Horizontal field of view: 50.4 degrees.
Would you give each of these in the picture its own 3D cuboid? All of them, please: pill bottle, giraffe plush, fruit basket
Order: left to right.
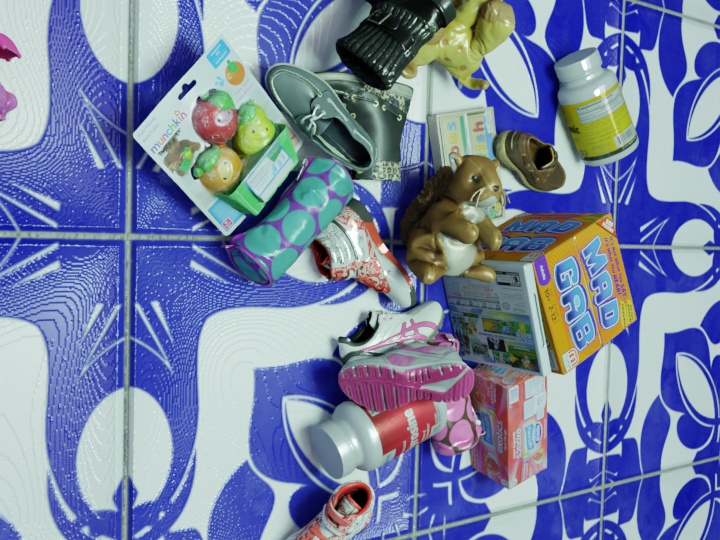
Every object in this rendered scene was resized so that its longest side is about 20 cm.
[{"bbox_3d":[-0.176,-0.174,1.016,0.185,0.094,0.200,-54,138,-19],"label":"fruit basket"},{"bbox_3d":[0.028,0.239,1.187,0.200,0.112,0.113,-22,105,-31],"label":"pill bottle"},{"bbox_3d":[0.121,-0.377,1.205,0.162,0.173,0.200,-4,130,-24],"label":"giraffe plush"},{"bbox_3d":[0.435,-0.306,1.426,0.111,0.111,0.200,-38,113,-26],"label":"pill bottle"}]

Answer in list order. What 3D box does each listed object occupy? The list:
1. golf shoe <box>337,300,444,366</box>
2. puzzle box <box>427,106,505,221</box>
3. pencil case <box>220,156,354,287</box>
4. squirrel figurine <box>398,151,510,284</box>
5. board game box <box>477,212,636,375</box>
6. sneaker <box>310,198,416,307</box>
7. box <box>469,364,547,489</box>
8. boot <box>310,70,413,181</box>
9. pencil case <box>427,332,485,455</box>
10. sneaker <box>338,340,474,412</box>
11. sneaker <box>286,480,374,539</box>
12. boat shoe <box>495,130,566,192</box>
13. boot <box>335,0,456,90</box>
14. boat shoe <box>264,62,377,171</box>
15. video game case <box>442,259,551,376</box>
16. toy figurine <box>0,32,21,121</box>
[{"bbox_3d":[0.053,0.095,1.217,0.200,0.073,0.092,-34,109,-28],"label":"golf shoe"},{"bbox_3d":[0.184,-0.175,1.317,0.133,0.025,0.201,-16,102,-32],"label":"puzzle box"},{"bbox_3d":[-0.100,-0.073,1.092,0.092,0.085,0.200,48,67,-22],"label":"pencil case"},{"bbox_3d":[0.140,-0.098,1.179,0.141,0.200,0.187,2,116,-26],"label":"squirrel figurine"},{"bbox_3d":[0.311,0.030,1.311,0.200,0.200,0.200,-29,109,-29],"label":"board game box"},{"bbox_3d":[-0.001,0.000,1.179,0.108,0.067,0.202,-41,111,-24],"label":"sneaker"},{"bbox_3d":[0.260,0.261,1.338,0.102,0.095,0.201,-18,113,-32],"label":"box"},{"bbox_3d":[-0.012,-0.214,1.154,0.203,0.073,0.154,1,97,-31],"label":"boot"},{"bbox_3d":[0.143,0.202,1.279,0.093,0.091,0.200,-15,107,3],"label":"pencil case"},{"bbox_3d":[0.065,0.154,1.152,0.199,0.088,0.082,0,115,-5],"label":"sneaker"},{"bbox_3d":[-0.060,0.388,1.127,0.201,0.067,0.108,-30,150,-32],"label":"sneaker"},{"bbox_3d":[0.320,-0.192,1.372,0.200,0.067,0.072,24,75,-44],"label":"boat shoe"},{"bbox_3d":[0.018,-0.363,1.110,0.158,0.211,0.079,-46,142,-3],"label":"boot"},{"bbox_3d":[-0.052,-0.214,1.077,0.073,0.062,0.200,-44,109,12],"label":"boat shoe"},{"bbox_3d":[0.216,0.071,1.249,0.022,0.200,0.183,-21,104,-32],"label":"video game case"},{"bbox_3d":[-0.446,-0.186,0.841,0.184,0.150,0.200,-54,142,-29],"label":"toy figurine"}]
